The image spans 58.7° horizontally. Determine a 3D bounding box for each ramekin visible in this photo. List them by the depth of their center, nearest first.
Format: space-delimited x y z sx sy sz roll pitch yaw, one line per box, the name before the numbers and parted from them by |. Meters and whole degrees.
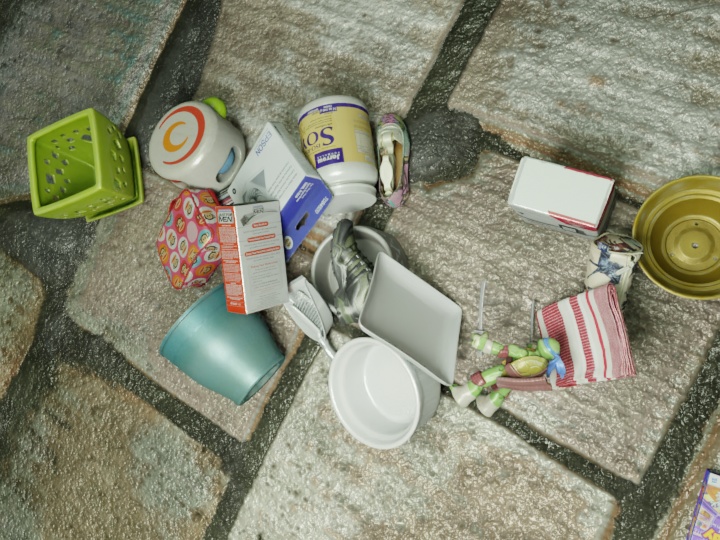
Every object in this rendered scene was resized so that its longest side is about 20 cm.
ramekin | 0.048 0.209 1.156 0.200 0.098 0.201 8 104 38

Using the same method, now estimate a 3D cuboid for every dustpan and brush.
dustpan and brush | -0.085 0.112 1.261 0.200 0.140 0.057 47 62 -8

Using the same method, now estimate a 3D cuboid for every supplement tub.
supplement tub | -0.043 -0.226 1.265 0.145 0.145 0.201 -13 77 19

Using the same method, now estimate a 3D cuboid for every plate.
plate | 0.087 0.085 1.117 0.199 0.200 0.032 35 128 -14

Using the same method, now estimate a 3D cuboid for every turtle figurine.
turtle figurine | 0.244 0.146 1.107 0.194 0.144 0.200 -49 67 24

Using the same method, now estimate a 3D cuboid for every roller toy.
roller toy | -0.352 -0.258 1.394 0.200 0.140 0.183 -22 63 19

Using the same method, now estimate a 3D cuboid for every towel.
towel | 0.358 0.113 1.046 0.023 0.200 0.144 -4 76 -20

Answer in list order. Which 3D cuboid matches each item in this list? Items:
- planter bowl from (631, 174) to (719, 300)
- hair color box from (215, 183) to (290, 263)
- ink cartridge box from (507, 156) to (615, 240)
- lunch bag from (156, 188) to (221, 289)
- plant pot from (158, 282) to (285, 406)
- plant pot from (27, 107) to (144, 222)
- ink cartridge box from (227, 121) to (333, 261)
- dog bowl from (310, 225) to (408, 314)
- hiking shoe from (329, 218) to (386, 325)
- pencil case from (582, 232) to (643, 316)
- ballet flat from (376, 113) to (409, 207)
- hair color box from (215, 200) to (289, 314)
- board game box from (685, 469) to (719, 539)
planter bowl | 0.549 -0.048 1.041 0.200 0.083 0.201 -4 80 21
hair color box | -0.234 -0.090 1.364 0.099 0.061 0.200 -27 73 15
ink cartridge box | 0.341 -0.114 1.071 0.145 0.200 0.084 19 93 23
lunch bag | -0.364 -0.076 1.368 0.200 0.082 0.176 -48 63 35
plant pot | -0.259 0.157 1.271 0.188 0.200 0.200 42 98 7
plant pot | -0.616 -0.224 1.468 0.200 0.181 0.200 -16 77 18
ink cartridge box | -0.163 -0.150 1.250 0.200 0.041 0.200 54 128 19
dog bowl | -0.008 0.003 1.263 0.200 0.059 0.201 -3 81 21
hiking shoe | 0.000 0.000 1.199 0.100 0.076 0.201 -5 87 9
pencil case | 0.404 0.043 1.048 0.078 0.089 0.200 2 112 -1
ballet flat | 0.060 -0.225 1.265 0.069 0.071 0.201 -6 79 20
hair color box | -0.203 -0.028 1.212 0.064 0.111 0.201 5 103 40
board game box | 0.614 0.404 0.964 0.200 0.045 0.135 17 88 23
